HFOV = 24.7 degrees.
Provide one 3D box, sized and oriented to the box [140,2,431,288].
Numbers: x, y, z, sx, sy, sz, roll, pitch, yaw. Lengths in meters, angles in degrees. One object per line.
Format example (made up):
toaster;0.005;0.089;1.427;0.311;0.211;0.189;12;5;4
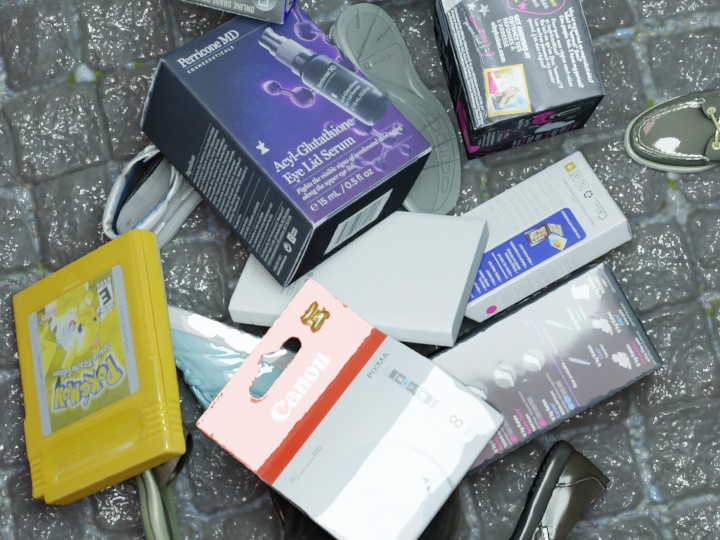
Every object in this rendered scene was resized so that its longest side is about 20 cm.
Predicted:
box;-0.066;-0.113;1.395;0.148;0.104;0.200;-36;77;-32

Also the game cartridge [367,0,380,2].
game cartridge;0.094;-0.262;1.391;0.129;0.200;0.039;-16;94;-22

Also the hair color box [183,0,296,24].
hair color box;-0.092;-0.291;1.423;0.109;0.200;0.065;14;126;4

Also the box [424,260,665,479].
box;0.145;0.084;1.423;0.199;0.122;0.106;-29;87;1

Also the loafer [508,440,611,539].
loafer;0.162;0.251;1.436;0.071;0.073;0.201;23;88;6

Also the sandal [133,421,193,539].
sandal;-0.173;0.167;1.462;0.057;0.080;0.202;-12;95;8

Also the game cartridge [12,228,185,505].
game cartridge;-0.231;0.087;1.421;0.176;0.032;0.201;-26;63;34

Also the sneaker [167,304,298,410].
sneaker;-0.138;0.085;1.464;0.199;0.074;0.082;20;85;5

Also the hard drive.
hard drive;0.000;0.000;1.427;0.199;0.027;0.132;5;49;18

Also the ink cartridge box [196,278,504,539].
ink cartridge box;-0.009;0.124;1.333;0.200;0.047;0.160;38;80;2

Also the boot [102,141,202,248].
boot;-0.156;-0.100;1.464;0.073;0.096;0.200;33;89;5

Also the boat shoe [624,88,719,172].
boat shoe;0.336;-0.129;1.455;0.201;0.060;0.072;-5;86;3

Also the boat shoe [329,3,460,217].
boat shoe;0.028;-0.139;1.479;0.074;0.065;0.203;-27;91;-18

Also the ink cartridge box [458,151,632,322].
ink cartridge box;0.130;-0.021;1.451;0.199;0.037;0.095;-27;51;0

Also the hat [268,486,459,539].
hat;-0.017;0.204;1.401;0.200;0.081;0.201;14;120;27

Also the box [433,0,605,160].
box;0.132;-0.181;1.400;0.114;0.200;0.133;-15;86;1
